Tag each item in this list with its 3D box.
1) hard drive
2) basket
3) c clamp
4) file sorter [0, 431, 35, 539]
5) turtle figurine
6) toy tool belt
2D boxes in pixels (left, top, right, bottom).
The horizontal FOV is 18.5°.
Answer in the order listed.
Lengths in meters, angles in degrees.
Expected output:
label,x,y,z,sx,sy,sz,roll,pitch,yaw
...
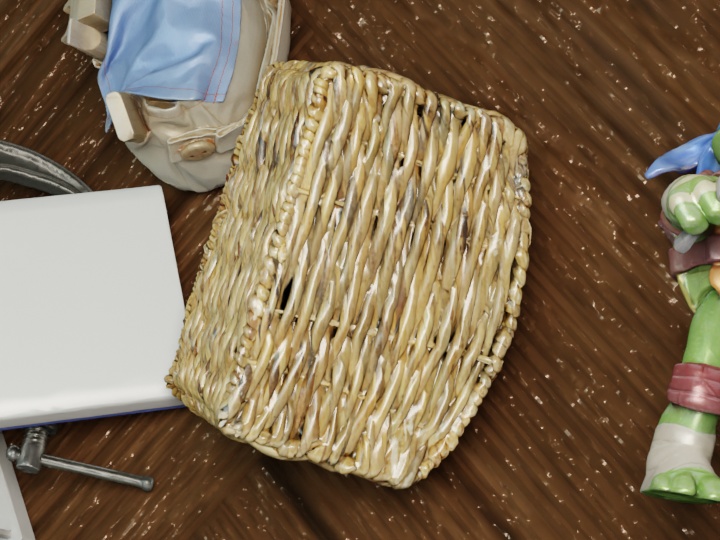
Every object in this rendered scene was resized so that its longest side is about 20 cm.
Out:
label,x,y,z,sx,sy,sz,roll,pitch,yaw
hard drive,-0.199,0.024,1.231,0.199,0.025,0.133,-6,65,-14
basket,0.000,0.000,1.148,0.149,0.142,0.201,-164,91,-74
c clamp,-0.193,0.021,1.268,0.170,0.027,0.201,9,68,-9
file sorter,-0.318,0.137,1.286,0.199,0.124,0.139,-33,61,19
turtle figurine,0.199,0.012,0.996,0.199,0.144,0.195,2,80,36
toy tool belt,-0.108,-0.150,1.245,0.124,0.123,0.201,-16,67,27
